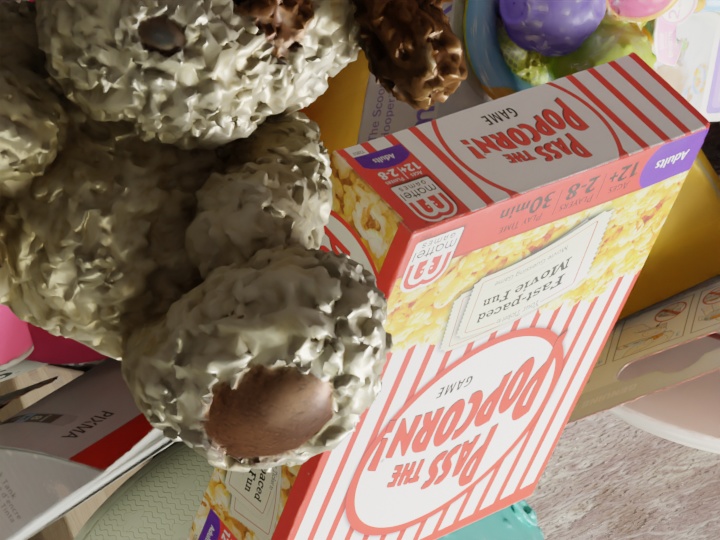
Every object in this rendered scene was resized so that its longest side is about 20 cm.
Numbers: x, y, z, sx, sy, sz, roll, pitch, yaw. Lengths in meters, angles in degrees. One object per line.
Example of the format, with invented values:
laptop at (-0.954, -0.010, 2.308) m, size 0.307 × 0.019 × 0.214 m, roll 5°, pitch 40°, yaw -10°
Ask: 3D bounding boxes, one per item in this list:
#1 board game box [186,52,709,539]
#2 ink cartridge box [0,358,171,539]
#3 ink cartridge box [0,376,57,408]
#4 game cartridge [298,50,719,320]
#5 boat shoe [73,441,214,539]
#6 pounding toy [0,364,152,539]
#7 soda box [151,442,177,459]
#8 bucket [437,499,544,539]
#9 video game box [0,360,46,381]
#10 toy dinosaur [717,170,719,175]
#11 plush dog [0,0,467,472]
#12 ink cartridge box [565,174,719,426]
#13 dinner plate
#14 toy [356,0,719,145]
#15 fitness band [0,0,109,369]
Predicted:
board game box at (0.029, 0.025, 0.956) m, size 0.151 × 0.046 × 0.200 m, roll -21°, pitch 145°, yaw -38°
ink cartridge box at (-0.081, 0.043, 1.032) m, size 0.200 × 0.047 × 0.160 m, roll -38°, pitch 176°, yaw 40°
ink cartridge box at (-0.233, 0.109, 1.065) m, size 0.200 × 0.057 × 0.162 m, roll -14°, pitch -172°, yaw 33°
game cartridge at (0.046, -0.037, 1.078) m, size 0.176 × 0.032 × 0.200 m, roll -25°, pitch 132°, yaw 14°
boat shoe at (-0.029, 0.092, 1.073) m, size 0.200 × 0.072 × 0.068 m, roll -33°, pitch 135°, yaw -18°
pounding toy at (-0.173, 0.156, 1.284) m, size 0.200 × 0.184 × 0.142 m, roll -38°, pitch 150°, yaw 24°
soda box at (-0.009, 0.037, 1.253) m, size 0.200 × 0.071 × 0.063 m, roll -25°, pitch 158°, yaw 12°
bucket at (-0.009, 0.137, 1.411) m, size 0.207 × 0.135 × 0.207 m, roll -18°, pitch 159°, yaw -7°
video game box at (-0.210, 0.013, 1.054) m, size 0.182 × 0.047 × 0.200 m, roll -23°, pitch 159°, yaw 2°
toy dinosaur at (0.192, -0.023, 1.282) m, size 0.135 × 0.086 × 0.200 m, roll 11°, pitch 139°, yaw -5°
plush dog at (-0.060, -0.057, 0.823) m, size 0.160 × 0.200 × 0.172 m, roll -61°, pitch 175°, yaw -75°
ink cartridge box at (0.163, 0.014, 1.149) m, size 0.162 × 0.050 × 0.200 m, roll -22°, pitch -158°, yaw 25°
dinner plate at (0.168, 0.053, 1.304) m, size 0.200 × 0.200 × 0.024 m, roll -2°, pitch 116°, yaw -39°
toy at (0.100, -0.098, 0.978) m, size 0.200 × 0.047 × 0.115 m, roll -8°, pitch 118°, yaw -34°
fitness band at (-0.089, -0.037, 0.963) m, size 0.143 × 0.037 × 0.200 m, roll -29°, pitch 146°, yaw -18°
